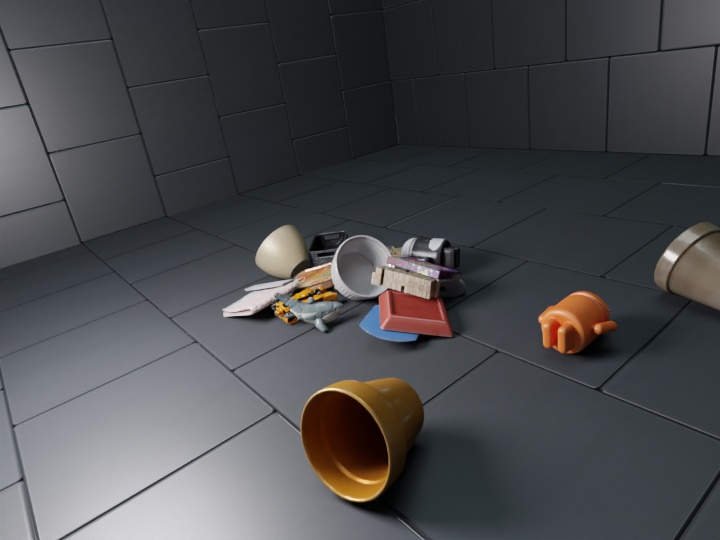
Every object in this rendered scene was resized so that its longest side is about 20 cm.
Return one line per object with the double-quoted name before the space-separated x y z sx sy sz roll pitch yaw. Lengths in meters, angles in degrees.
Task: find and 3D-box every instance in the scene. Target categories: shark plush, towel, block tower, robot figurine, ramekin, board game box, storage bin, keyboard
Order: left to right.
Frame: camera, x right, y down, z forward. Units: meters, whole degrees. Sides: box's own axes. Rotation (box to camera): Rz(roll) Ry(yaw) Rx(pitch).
"towel" -0.331 0.093 1.669 0.190 0.033 0.199 -8 18 44
"keyboard" -0.314 0.049 1.736 0.199 0.011 0.056 -9 15 39
"robot figurine" -0.177 0.108 1.592 0.199 0.059 0.145 -22 25 -28
"shark plush" -0.154 0.099 1.482 0.198 0.084 0.091 25 15 -6
"storage bin" -0.116 -0.071 1.949 0.134 0.095 0.200 -7 22 6
"ramekin" 0.000 0.000 1.605 0.199 0.202 0.105 -20 -8 -25
"board game box" 0.089 0.157 1.385 0.156 0.039 0.200 14 24 16
"block tower" 0.131 0.032 1.483 0.198 0.055 0.058 13 15 27
"board game box" 0.190 -0.009 1.541 0.199 0.033 0.119 18 7 41
"robot figurine" 0.233 -0.045 1.711 0.198 0.150 0.126 5 63 31
"robot figurine" 0.512 0.122 1.205 0.199 0.117 0.144 -26 -12 -34

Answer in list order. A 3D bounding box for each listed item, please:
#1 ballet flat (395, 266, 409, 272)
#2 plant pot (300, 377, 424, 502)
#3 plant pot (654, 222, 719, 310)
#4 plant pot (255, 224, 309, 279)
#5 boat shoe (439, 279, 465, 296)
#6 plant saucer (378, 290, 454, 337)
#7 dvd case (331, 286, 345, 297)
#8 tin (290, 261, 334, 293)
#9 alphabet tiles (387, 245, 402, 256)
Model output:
"ballet flat" 0.133 0.020 1.681 0.198 0.071 0.071 8 28 34
"plant pot" 0.022 0.286 0.940 0.199 0.203 0.183 7 13 35
"plant pot" 0.880 0.008 1.263 0.198 0.202 0.174 -17 39 -17
"plant pot" -0.266 -0.047 1.869 0.134 0.201 0.200 41 45 19
"boat shoe" 0.222 0.041 1.571 0.197 0.074 0.068 -4 16 7
"plant saucer" 0.153 0.111 1.414 0.197 0.037 0.200 7 22 -2
"dvd case" -0.045 0.012 1.753 0.150 0.025 0.200 -38 30 -16
"tin" -0.144 0.028 1.745 0.198 0.042 0.112 -16 27 16
"alphabet tiles" 0.097 -0.050 1.926 0.164 0.006 0.200 -11 22 -4
